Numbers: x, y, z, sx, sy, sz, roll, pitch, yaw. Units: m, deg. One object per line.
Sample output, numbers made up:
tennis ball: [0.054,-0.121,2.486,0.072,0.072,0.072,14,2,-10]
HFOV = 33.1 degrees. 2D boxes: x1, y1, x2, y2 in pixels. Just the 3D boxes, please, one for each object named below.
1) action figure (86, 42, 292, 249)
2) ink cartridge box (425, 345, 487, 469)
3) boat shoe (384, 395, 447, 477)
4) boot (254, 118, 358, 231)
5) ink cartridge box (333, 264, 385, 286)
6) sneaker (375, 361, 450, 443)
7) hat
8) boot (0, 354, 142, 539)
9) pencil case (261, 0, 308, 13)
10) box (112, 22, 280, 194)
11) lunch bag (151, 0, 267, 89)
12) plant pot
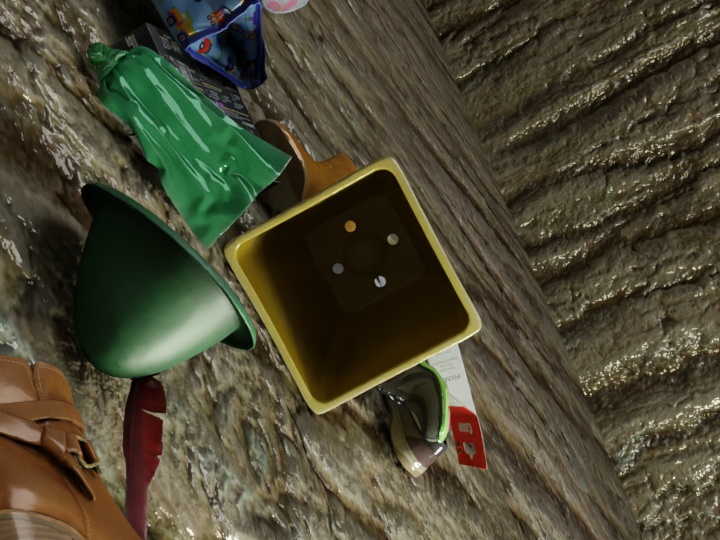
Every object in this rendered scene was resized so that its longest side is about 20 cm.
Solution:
action figure: [-0.172,-0.132,1.100,0.200,0.118,0.055,47,-18,-17]
ink cartridge box: [0.101,0.157,1.544,0.160,0.047,0.201,141,-64,-80]
boat shoe: [0.068,0.161,1.462,0.072,0.065,0.201,53,17,-31]
boot: [-0.054,-0.111,1.430,0.202,0.070,0.144,66,32,-22]
ink cartridge box: [-0.010,-0.012,1.536,0.201,0.044,0.094,67,13,16]
sneaker: [0.036,0.121,1.380,0.200,0.083,0.077,55,-29,32]
hat: [-0.184,0.059,0.839,0.200,0.176,0.166,16,-31,54]
boot: [-0.163,0.135,0.692,0.200,0.076,0.156,28,33,-55]
pencil case: [-0.139,-0.494,1.867,0.091,0.083,0.201,25,40,-59]
box: [-0.164,-0.158,1.248,0.161,0.043,0.200,65,14,6]
lunch bag: [-0.161,-0.280,1.277,0.151,0.094,0.200,59,0,12]
plant pot: [0.000,0.000,1.275,0.196,0.193,0.200,61,9,-6]
